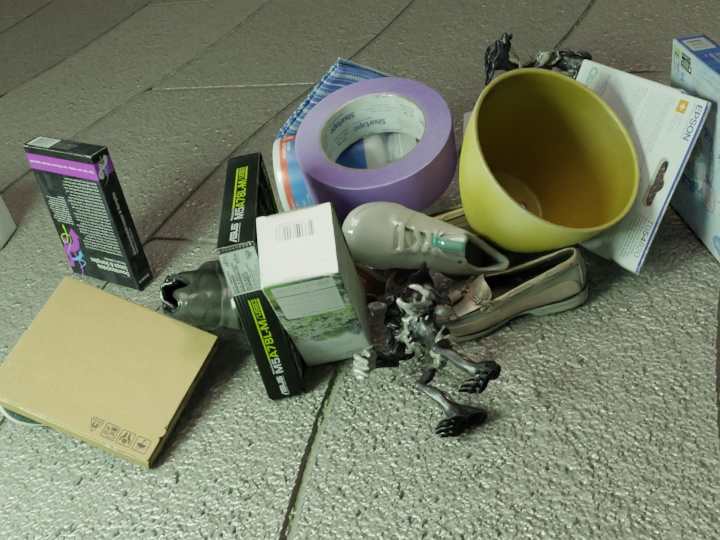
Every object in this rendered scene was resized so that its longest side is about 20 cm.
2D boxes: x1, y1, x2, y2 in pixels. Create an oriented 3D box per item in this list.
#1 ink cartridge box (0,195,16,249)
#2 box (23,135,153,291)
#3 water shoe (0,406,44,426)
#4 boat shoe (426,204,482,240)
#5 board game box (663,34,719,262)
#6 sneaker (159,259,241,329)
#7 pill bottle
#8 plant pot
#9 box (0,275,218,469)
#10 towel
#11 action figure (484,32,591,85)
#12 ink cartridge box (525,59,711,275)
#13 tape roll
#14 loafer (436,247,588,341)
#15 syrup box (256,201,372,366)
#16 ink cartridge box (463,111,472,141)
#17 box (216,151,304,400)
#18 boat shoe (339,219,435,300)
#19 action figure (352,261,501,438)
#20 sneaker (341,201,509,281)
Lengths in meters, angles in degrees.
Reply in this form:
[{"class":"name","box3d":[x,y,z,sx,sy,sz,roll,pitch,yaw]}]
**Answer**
[{"class":"ink cartridge box","box3d":[-0.656,-0.085,1.394,0.196,0.117,0.067,-6,34,11]},{"class":"box","box3d":[-0.360,-0.075,1.195,0.141,0.203,0.036,13,38,34]},{"class":"water shoe","box3d":[-0.316,0.119,1.035,0.197,0.073,0.079,-19,14,-17]},{"class":"boat shoe","box3d":[0.076,-0.057,1.108,0.197,0.064,0.073,-2,13,15]},{"class":"board game box","box3d":[0.395,-0.127,0.984,0.043,0.202,0.201,-9,34,-2]},{"class":"sneaker","box3d":[-0.190,0.024,1.042,0.089,0.078,0.200,1,1,-17]},{"class":"pill bottle","box3d":[-0.015,-0.146,1.243,0.196,0.114,0.113,-11,34,6]},{"class":"plant pot","box3d":[0.188,-0.101,1.007,0.196,0.142,0.203,8,63,-16]},{"class":"box","box3d":[-0.276,0.104,0.974,0.197,0.021,0.165,20,55,9]},{"class":"towel","box3d":[-0.017,-0.212,1.255,0.143,0.200,0.024,12,59,-27]},{"class":"action figure","box3d":[0.281,-0.284,1.335,0.196,0.104,0.119,13,27,-6]},{"class":"ink cartridge box","box3d":[0.297,-0.121,1.033,0.040,0.203,0.200,9,19,-35]},{"class":"tape roll","box3d":[0.020,-0.152,1.122,0.196,0.066,0.203,-7,50,9]},{"class":"loafer","box3d":[0.151,0.021,0.986,0.196,0.064,0.072,-15,36,0]},{"class":"syrup box","box3d":[-0.043,0.021,0.931,0.077,0.201,0.083,-11,62,6]},{"class":"ink cartridge box","box3d":[0.243,-0.178,1.233,0.196,0.069,0.117,-6,35,12]},{"class":"box","box3d":[-0.105,0.003,0.986,0.047,0.203,0.194,-13,34,2]},{"class":"boat shoe","box3d":[0.000,0.000,1.071,0.198,0.073,0.075,30,35,22]},{"class":"action figure","box3d":[0.054,0.067,0.908,0.101,0.120,0.200,9,27,-39]},{"class":"sneaker","box3d":[0.077,-0.031,0.991,0.197,0.077,0.088,10,-2,-29]}]
